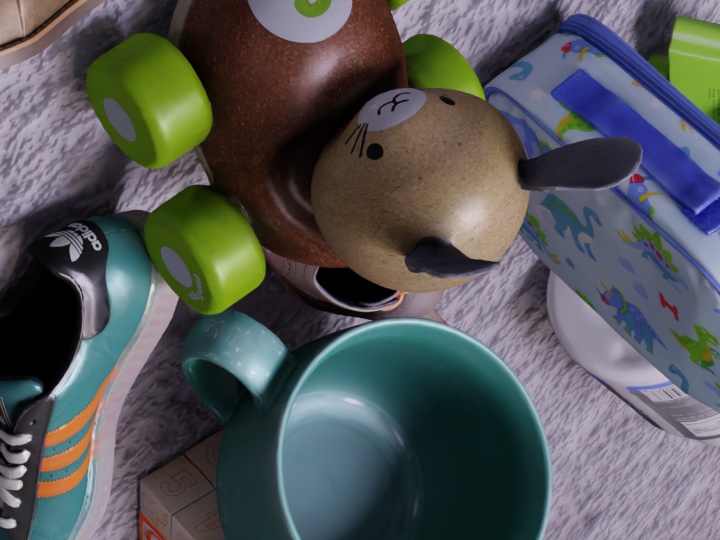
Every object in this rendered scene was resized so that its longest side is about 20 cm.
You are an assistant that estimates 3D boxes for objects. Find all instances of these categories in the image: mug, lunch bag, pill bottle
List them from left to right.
[{"bbox_3d":[-0.002,0.091,1.412,0.152,0.185,0.114,-21,180,-26],"label":"mug"},{"bbox_3d":[0.152,-0.027,1.431,0.082,0.200,0.161,-40,150,-13],"label":"lunch bag"},{"bbox_3d":[0.193,0.036,1.658,0.114,0.114,0.200,-48,152,3],"label":"pill bottle"}]

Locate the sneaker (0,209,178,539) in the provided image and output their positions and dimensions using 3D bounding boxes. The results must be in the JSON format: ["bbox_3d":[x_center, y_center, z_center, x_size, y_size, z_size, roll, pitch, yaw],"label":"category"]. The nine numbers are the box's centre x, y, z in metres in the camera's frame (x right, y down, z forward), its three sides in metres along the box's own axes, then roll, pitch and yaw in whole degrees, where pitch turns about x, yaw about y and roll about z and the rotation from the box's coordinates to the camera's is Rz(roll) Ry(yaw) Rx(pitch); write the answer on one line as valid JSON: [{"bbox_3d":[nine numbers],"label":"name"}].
[{"bbox_3d":[-0.152,0.062,1.286,0.080,0.071,0.200,-6,124,-49],"label":"sneaker"}]

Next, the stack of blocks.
[{"bbox_3d":[-0.024,0.118,1.531,0.200,0.059,0.115,-30,148,-27],"label":"stack of blocks"}]

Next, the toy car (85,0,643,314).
[{"bbox_3d":[0.015,-0.053,1.188,0.164,0.200,0.158,-36,127,-23],"label":"toy car"}]

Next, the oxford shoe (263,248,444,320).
[{"bbox_3d":[0.000,0.000,1.397,0.071,0.073,0.200,-51,152,7],"label":"oxford shoe"}]

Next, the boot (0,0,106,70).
[{"bbox_3d":[-0.134,-0.128,1.082,0.200,0.074,0.076,-32,130,-32],"label":"boot"}]

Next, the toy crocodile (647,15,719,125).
[{"bbox_3d":[0.197,-0.085,1.560,0.200,0.067,0.062,67,39,-60],"label":"toy crocodile"}]
